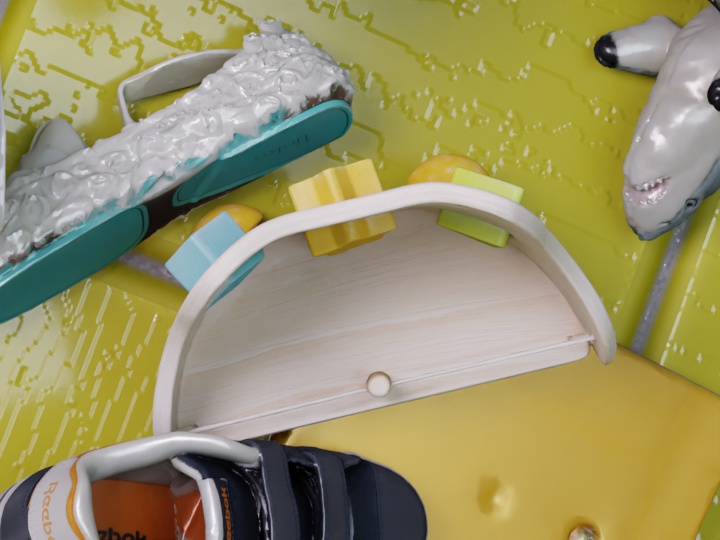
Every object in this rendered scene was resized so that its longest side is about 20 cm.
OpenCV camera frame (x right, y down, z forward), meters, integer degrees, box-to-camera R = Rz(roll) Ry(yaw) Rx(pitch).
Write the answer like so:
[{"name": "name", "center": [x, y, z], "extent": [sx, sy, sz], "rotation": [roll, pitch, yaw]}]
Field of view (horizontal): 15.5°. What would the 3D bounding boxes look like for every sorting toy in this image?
[{"name": "sorting toy", "center": [0.000, 0.000, 1.058], "extent": [0.200, 0.180, 0.107], "rotation": [-13, 82, -1]}]

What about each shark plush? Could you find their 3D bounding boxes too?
[{"name": "shark plush", "center": [0.189, -0.096, 1.222], "extent": [0.200, 0.091, 0.083], "rotation": [-40, 127, -32]}]

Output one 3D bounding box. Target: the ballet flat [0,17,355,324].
[{"name": "ballet flat", "center": [-0.096, -0.045, 1.113], "extent": [0.200, 0.072, 0.072], "rotation": [-29, 101, -18]}]

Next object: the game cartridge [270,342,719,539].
[{"name": "game cartridge", "center": [0.055, 0.100, 1.185], "extent": [0.200, 0.032, 0.177], "rotation": [27, 84, -16]}]

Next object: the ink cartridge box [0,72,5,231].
[{"name": "ink cartridge box", "center": [-0.246, -0.052, 1.007], "extent": [0.200, 0.146, 0.085], "rotation": [0, 92, -20]}]

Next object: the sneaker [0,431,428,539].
[{"name": "sneaker", "center": [-0.047, 0.107, 1.075], "extent": [0.200, 0.079, 0.079], "rotation": [-1, 75, -31]}]

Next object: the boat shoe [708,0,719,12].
[{"name": "boat shoe", "center": [0.176, -0.141, 1.142], "extent": [0.063, 0.201, 0.074], "rotation": [-34, 147, -42]}]
